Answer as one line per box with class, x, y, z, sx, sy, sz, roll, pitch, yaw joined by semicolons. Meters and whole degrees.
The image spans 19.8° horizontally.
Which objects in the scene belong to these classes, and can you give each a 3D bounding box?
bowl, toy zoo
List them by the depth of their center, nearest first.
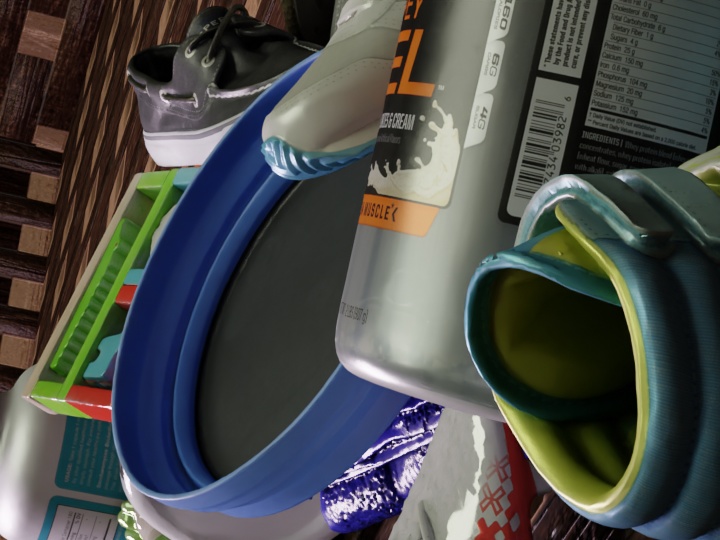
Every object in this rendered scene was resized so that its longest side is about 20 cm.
bowl;-0.026;0.005;0.819;0.200;0.039;0.202;-39;35;34
toy zoo;-0.079;0.011;0.960;0.199;0.020;0.132;1;62;56

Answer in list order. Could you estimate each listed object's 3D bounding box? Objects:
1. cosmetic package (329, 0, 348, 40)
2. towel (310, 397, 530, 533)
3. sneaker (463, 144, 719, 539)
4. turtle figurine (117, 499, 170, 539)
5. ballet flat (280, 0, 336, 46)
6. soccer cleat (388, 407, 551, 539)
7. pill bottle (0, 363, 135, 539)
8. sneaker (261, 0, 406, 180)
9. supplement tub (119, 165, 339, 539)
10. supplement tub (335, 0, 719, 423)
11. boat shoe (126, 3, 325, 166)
cosmetic package;0.050;-0.135;0.878;0.200;0.090;0.108;-171;90;-75
towel;0.032;0.017;0.821;0.200;0.049;0.149;-31;48;59
sneaker;0.088;-0.017;0.495;0.080;0.130;0.201;114;164;-45
turtle figurine;-0.118;0.232;1.135;0.194;0.143;0.201;-89;20;-54
ballet flat;-0.012;-0.114;1.017;0.046;0.067;0.201;31;148;41
soccer cleat;0.016;0.134;0.716;0.069;0.085;0.201;-121;36;-64
pill bottle;-0.149;0.118;1.243;0.111;0.199;0.112;-167;90;-77
sneaker;0.031;-0.109;0.725;0.200;0.081;0.076;-44;10;-21
supplement tub;-0.053;0.035;1.046;0.201;0.122;0.123;-87;16;-45
supplement tub;0.069;-0.054;0.631;0.122;0.122;0.202;-167;90;-77
boat shoe;-0.061;-0.092;0.976;0.067;0.070;0.200;65;160;-11
